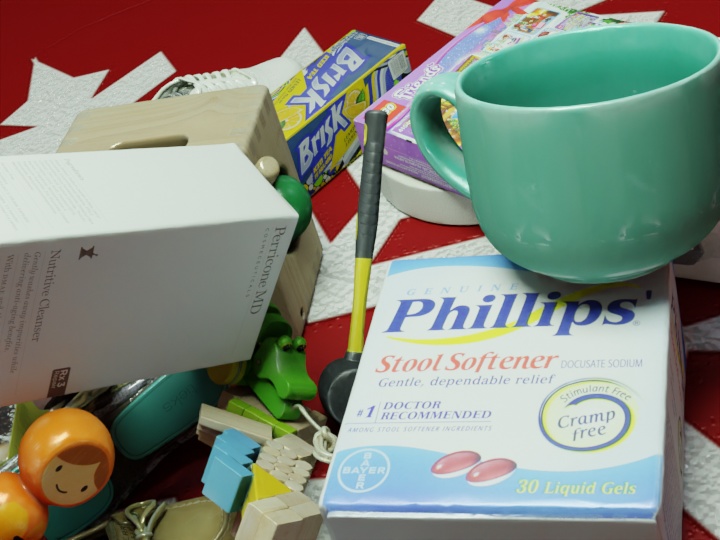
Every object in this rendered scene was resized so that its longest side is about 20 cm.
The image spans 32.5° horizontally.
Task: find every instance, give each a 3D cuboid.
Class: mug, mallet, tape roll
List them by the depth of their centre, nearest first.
[{"bbox_3d":[0.129,-0.068,0.720,0.150,0.116,0.185,-18,24,-14],"label":"mug"},{"bbox_3d":[0.000,0.000,0.808,0.040,0.204,0.066,5,-6,-7],"label":"mallet"},{"bbox_3d":[0.104,-0.114,1.004,0.199,0.037,0.204,-12,38,10],"label":"tape roll"}]

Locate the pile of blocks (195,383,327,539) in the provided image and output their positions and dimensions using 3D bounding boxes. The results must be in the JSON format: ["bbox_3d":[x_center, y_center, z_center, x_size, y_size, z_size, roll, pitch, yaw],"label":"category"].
[{"bbox_3d":[-0.067,0.128,0.726,0.081,0.063,0.200,20,12,-6],"label":"pile of blocks"}]

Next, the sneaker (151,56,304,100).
[{"bbox_3d":[-0.128,-0.143,1.100,0.199,0.081,0.076,-39,41,-25],"label":"sneaker"}]

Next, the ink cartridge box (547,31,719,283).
[{"bbox_3d":[0.211,-0.074,0.822,0.197,0.147,0.085,10,45,32],"label":"ink cartridge box"}]

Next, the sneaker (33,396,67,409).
[{"bbox_3d":[-0.207,0.041,0.826,0.073,0.085,0.200,-45,1,-10],"label":"sneaker"}]

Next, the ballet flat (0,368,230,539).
[{"bbox_3d":[-0.176,0.122,0.830,0.199,0.073,0.072,-36,41,-20],"label":"ballet flat"}]

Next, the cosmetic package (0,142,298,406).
[{"bbox_3d":[-0.144,-0.001,0.689,0.198,0.114,0.081,-8,41,-38],"label":"cosmetic package"}]

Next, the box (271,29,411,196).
[{"bbox_3d":[-0.042,-0.122,1.051,0.070,0.065,0.200,24,54,40],"label":"box"}]

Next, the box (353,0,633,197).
[{"bbox_3d":[0.110,-0.141,0.970,0.199,0.039,0.136,-41,44,-24],"label":"box"}]

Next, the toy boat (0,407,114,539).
[{"bbox_3d":[-0.184,0.129,0.659,0.131,0.131,0.200,-43,72,-2],"label":"toy boat"}]

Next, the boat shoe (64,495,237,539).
[{"bbox_3d":[-0.162,0.184,0.740,0.198,0.064,0.074,-21,38,-3],"label":"boat shoe"}]

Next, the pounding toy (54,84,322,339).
[{"bbox_3d":[-0.113,-0.032,0.877,0.196,0.186,0.143,-5,40,16],"label":"pounding toy"}]

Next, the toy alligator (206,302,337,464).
[{"bbox_3d":[-0.059,0.052,0.784,0.059,0.055,0.199,10,17,-43],"label":"toy alligator"}]

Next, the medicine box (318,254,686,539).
[{"bbox_3d":[0.091,0.091,0.713,0.179,0.104,0.202,-3,41,19],"label":"medicine box"}]

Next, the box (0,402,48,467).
[{"bbox_3d":[-0.268,0.089,0.909,0.074,0.051,0.201,-16,38,5],"label":"box"}]
